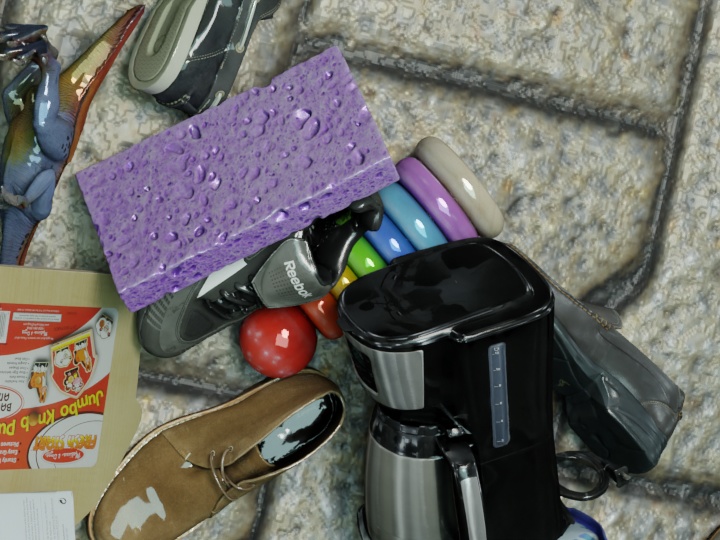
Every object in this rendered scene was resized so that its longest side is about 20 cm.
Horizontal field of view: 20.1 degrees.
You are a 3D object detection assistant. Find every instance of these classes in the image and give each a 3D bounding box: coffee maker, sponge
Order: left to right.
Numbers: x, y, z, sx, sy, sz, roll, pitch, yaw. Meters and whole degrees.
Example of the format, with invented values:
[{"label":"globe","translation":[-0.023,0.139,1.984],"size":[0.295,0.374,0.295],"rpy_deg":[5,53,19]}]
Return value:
[{"label":"sponge","translation":[-0.083,-0.061,1.334],"size":[0.199,0.112,0.030],"rpy_deg":[-26,143,3]},{"label":"coffee maker","translation":[0.080,0.085,1.372],"size":[0.192,0.134,0.201],"rpy_deg":[-30,129,-37]}]

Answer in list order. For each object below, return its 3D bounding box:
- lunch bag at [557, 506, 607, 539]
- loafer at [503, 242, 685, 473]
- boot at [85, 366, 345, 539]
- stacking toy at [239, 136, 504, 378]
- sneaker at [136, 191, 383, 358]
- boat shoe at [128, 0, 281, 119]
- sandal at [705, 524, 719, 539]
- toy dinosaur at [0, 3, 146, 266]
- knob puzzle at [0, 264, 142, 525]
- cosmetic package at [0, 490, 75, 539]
[{"label":"lunch bag","translation":[0.150,0.272,1.387],"size":[0.127,0.200,0.171],"rpy_deg":[-22,99,-13]},{"label":"loafer","translation":[0.155,0.052,1.450],"size":[0.200,0.073,0.072],"rpy_deg":[51,59,-16]},{"label":"boot","translation":[-0.098,0.131,1.378],"size":[0.200,0.075,0.074],"rpy_deg":[-33,103,-10]},{"label":"stacking toy","translation":[0.000,0.000,1.400],"size":[0.200,0.085,0.085],"rpy_deg":[-40,102,-2]},{"label":"sneaker","translation":[-0.064,-0.004,1.349],"size":[0.200,0.091,0.067],"rpy_deg":[-40,131,1]},{"label":"boat shoe","translation":[-0.084,-0.198,1.371],"size":[0.067,0.072,0.201],"rpy_deg":[29,84,-33]},{"label":"sandal","translation":[0.322,0.204,1.503],"size":[0.200,0.055,0.082],"rpy_deg":[-35,101,-10]},{"label":"toy dinosaur","translation":[-0.209,-0.063,1.334],"size":[0.199,0.105,0.182],"rpy_deg":[-15,116,-24]},{"label":"knob puzzle","translation":[-0.222,0.096,1.323],"size":[0.219,0.030,0.221],"rpy_deg":[-18,113,-49]},{"label":"cosmetic package","translation":[-0.264,0.218,1.288],"size":[0.150,0.052,0.200],"rpy_deg":[1,137,-13]}]
